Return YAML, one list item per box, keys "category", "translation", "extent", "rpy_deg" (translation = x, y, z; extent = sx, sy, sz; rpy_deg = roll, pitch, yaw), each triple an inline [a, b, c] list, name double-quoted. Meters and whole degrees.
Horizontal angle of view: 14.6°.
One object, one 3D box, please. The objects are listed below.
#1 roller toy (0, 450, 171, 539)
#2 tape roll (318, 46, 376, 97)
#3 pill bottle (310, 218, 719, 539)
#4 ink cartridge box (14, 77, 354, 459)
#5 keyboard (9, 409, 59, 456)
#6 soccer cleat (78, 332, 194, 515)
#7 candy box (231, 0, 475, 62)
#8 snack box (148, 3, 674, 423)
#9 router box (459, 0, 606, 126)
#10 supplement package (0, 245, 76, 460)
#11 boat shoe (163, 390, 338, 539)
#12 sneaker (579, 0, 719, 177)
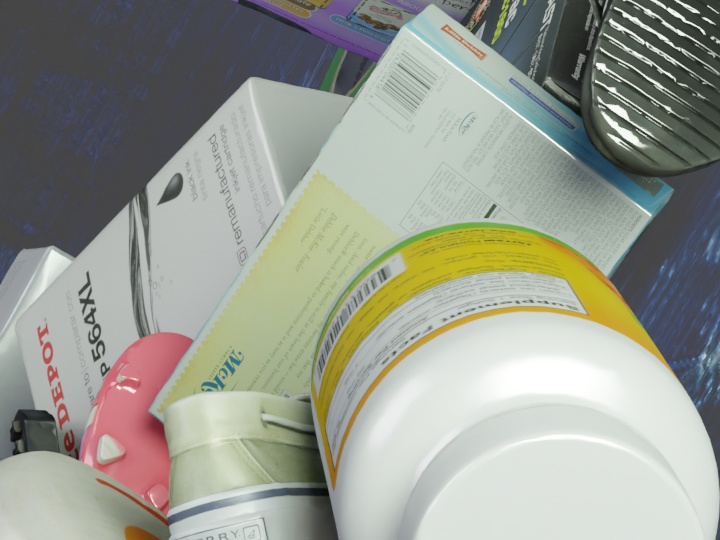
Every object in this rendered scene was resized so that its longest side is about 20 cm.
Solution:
- category: "roller toy"
  translation: [-0.090, 0.157, 0.977]
  extent: [0.140, 0.200, 0.182]
  rpy_deg: [-47, 20, 4]
- category: "tape roll"
  translation: [0.039, -0.145, 1.582]
  extent: [0.201, 0.048, 0.201]
  rpy_deg: [-58, 11, 17]
- category: "pill bottle"
  translation: [0.045, 0.058, 0.838]
  extent: [0.111, 0.111, 0.200]
  rpy_deg: [-59, 11, 10]
- category: "ink cartridge box"
  translation: [-0.056, 0.035, 1.236]
  extent: [0.200, 0.084, 0.147]
  rpy_deg: [-43, 52, 37]
- category: "keyboard"
  translation: [-0.142, 0.160, 1.231]
  extent: [0.104, 0.039, 0.201]
  rpy_deg: [144, 117, -71]
- category: "soccer cleat"
  translation: [-0.086, 0.125, 1.139]
  extent: [0.077, 0.066, 0.201]
  rpy_deg: [127, 144, -60]
- category: "candy box"
  translation: [0.036, -0.169, 1.315]
  extent: [0.200, 0.167, 0.072]
  rpy_deg: [-40, 31, 61]
- category: "snack box"
  translation: [0.016, 0.013, 1.074]
  extent: [0.200, 0.116, 0.037]
  rpy_deg: [-55, -6, 27]
- category: "router box"
  translation: [0.077, -0.072, 1.166]
  extent: [0.150, 0.062, 0.200]
  rpy_deg: [-51, 14, 39]
- category: "supplement package"
  translation: [-0.163, 0.087, 1.643]
  extent: [0.152, 0.150, 0.200]
  rpy_deg: [-61, 10, -6]
- category: "boat shoe"
  translation: [-0.010, 0.073, 0.984]
  extent: [0.200, 0.072, 0.062]
  rpy_deg: [14, -115, -71]
- category: "sneaker"
  translation: [0.120, -0.090, 0.998]
  extent: [0.089, 0.074, 0.200]
  rpy_deg: [-48, 7, 50]
